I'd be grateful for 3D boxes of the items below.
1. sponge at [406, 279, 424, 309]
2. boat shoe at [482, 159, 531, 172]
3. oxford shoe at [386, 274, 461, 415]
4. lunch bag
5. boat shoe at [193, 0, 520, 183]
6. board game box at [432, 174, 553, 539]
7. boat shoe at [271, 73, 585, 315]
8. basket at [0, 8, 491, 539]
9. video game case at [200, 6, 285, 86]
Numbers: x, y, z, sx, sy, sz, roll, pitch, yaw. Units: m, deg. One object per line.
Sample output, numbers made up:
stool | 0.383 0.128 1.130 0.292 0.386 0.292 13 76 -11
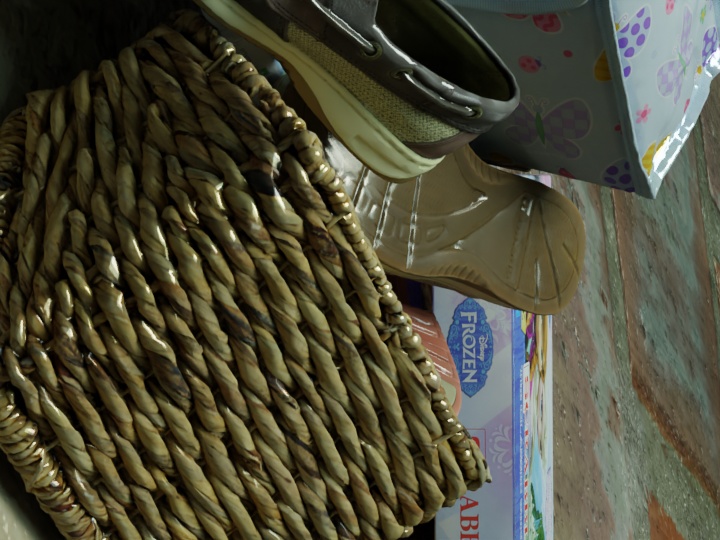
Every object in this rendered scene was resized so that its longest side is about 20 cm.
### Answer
sponge | 0.000 0.000 1.295 0.112 0.030 0.202 35 46 -67
boat shoe | 0.061 -0.094 1.416 0.200 0.071 0.068 -75 -179 -82
oxford shoe | -0.020 0.005 1.191 0.071 0.074 0.201 23 36 -36
lunch bag | 0.050 -0.141 1.131 0.127 0.169 0.201 -56 148 -35
boat shoe | -0.014 -0.110 0.980 0.200 0.065 0.074 42 33 -41
board game box | 0.067 0.052 1.345 0.199 0.041 0.202 -18 108 -81
boat shoe | 0.014 -0.029 1.132 0.200 0.064 0.072 31 73 -47
basket | -0.070 0.026 1.004 0.143 0.149 0.201 47 -11 47
video game case | -0.065 -0.165 1.102 0.182 0.022 0.201 60 13 -81
